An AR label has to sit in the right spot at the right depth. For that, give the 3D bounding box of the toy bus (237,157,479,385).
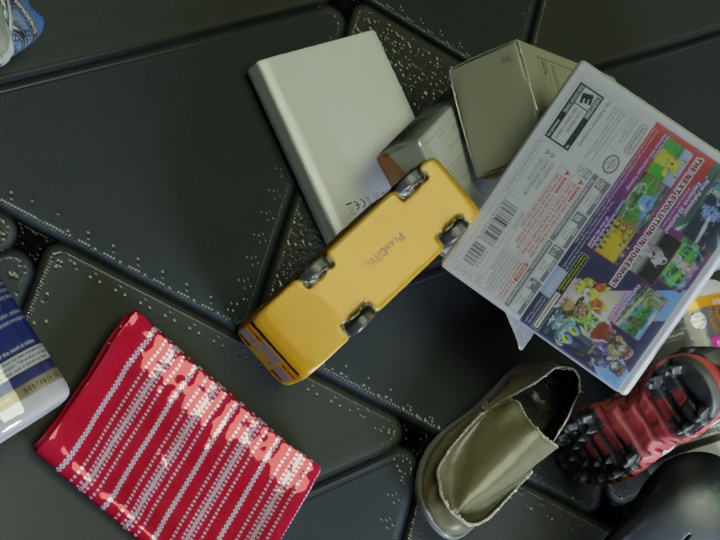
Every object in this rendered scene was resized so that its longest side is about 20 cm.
[{"bbox_3d":[0.000,0.000,1.449,0.200,0.078,0.065,-43,94,-20],"label":"toy bus"}]

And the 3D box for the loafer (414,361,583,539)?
[{"bbox_3d":[0.116,0.137,1.507,0.075,0.070,0.200,46,53,-8],"label":"loafer"}]

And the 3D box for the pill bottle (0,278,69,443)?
[{"bbox_3d":[-0.295,0.030,1.260,0.111,0.111,0.200,-32,90,-37],"label":"pill bottle"}]

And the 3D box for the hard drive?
[{"bbox_3d":[0.000,-0.096,1.556,0.132,0.026,0.200,-20,82,-37],"label":"hard drive"}]

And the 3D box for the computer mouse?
[{"bbox_3d":[0.247,0.238,1.500,0.138,0.053,0.200,36,85,-3],"label":"computer mouse"}]

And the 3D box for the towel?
[{"bbox_3d":[-0.132,0.140,1.376,0.200,0.022,0.145,42,55,-12],"label":"towel"}]

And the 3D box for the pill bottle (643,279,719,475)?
[{"bbox_3d":[0.290,0.118,1.600,0.116,0.116,0.200,-9,76,-35],"label":"pill bottle"}]

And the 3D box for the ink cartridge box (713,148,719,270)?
[{"bbox_3d":[0.253,-0.031,1.561,0.200,0.146,0.084,8,61,-75],"label":"ink cartridge box"}]

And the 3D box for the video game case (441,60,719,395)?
[{"bbox_3d":[0.193,-0.034,1.462,0.182,0.023,0.200,36,96,11],"label":"video game case"}]

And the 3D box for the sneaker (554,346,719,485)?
[{"bbox_3d":[0.244,0.117,1.519,0.098,0.200,0.071,-23,78,-41],"label":"sneaker"}]

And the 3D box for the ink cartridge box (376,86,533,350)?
[{"bbox_3d":[0.103,-0.047,1.575,0.200,0.050,0.162,64,32,-14],"label":"ink cartridge box"}]

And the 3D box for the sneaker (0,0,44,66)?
[{"bbox_3d":[-0.308,-0.246,1.400,0.085,0.077,0.200,-31,97,-47],"label":"sneaker"}]

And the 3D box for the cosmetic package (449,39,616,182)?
[{"bbox_3d":[0.163,-0.125,1.597,0.200,0.071,0.105,10,63,-57],"label":"cosmetic package"}]
